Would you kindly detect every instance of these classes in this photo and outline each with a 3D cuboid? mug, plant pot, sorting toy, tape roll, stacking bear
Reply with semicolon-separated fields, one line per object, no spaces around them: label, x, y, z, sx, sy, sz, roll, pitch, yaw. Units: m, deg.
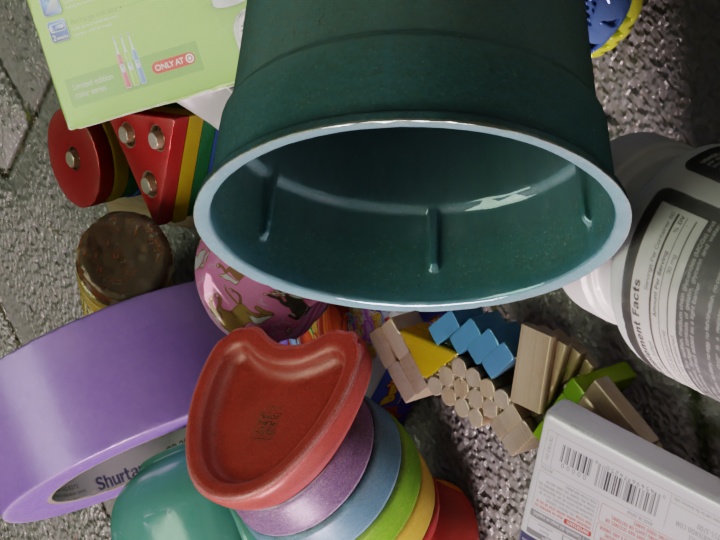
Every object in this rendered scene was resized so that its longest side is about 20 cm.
mug;-0.073;0.159;1.585;0.185;0.152;0.115;-29;76;43
plant pot;0.026;-0.110;1.172;0.200;0.199;0.197;-36;46;55
sorting toy;-0.144;-0.121;1.638;0.200;0.069;0.200;10;112;53
tape roll;-0.155;0.086;1.624;0.200;0.199;0.085;-40;71;54
stacking bear;-0.001;0.132;1.458;0.121;0.114;0.200;1;149;42

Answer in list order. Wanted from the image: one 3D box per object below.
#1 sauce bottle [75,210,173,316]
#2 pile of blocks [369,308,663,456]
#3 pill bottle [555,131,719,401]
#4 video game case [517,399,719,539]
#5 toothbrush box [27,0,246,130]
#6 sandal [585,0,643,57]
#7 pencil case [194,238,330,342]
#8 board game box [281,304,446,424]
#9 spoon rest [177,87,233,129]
sauce bottle;-0.156;0.015;1.667;0.200;0.066;0.066;104;142;-74
pile of blocks;0.097;0.057;1.376;0.200;0.062;0.083;28;119;37
pill bottle;0.189;0.007;1.166;0.200;0.116;0.117;28;126;48
video game case;0.168;0.184;1.302;0.199;0.023;0.183;27;127;24
toothbrush box;-0.110;-0.194;1.345;0.145;0.086;0.201;-15;99;22
sandal;0.069;-0.137;1.308;0.200;0.087;0.080;-18;87;55
pencil case;-0.025;-0.030;1.412;0.200;0.082;0.087;-42;37;54
board game box;0.000;0.000;1.501;0.135;0.045;0.200;55;142;26
spoon rest;-0.114;-0.129;1.500;0.200;0.061;0.099;44;170;17
